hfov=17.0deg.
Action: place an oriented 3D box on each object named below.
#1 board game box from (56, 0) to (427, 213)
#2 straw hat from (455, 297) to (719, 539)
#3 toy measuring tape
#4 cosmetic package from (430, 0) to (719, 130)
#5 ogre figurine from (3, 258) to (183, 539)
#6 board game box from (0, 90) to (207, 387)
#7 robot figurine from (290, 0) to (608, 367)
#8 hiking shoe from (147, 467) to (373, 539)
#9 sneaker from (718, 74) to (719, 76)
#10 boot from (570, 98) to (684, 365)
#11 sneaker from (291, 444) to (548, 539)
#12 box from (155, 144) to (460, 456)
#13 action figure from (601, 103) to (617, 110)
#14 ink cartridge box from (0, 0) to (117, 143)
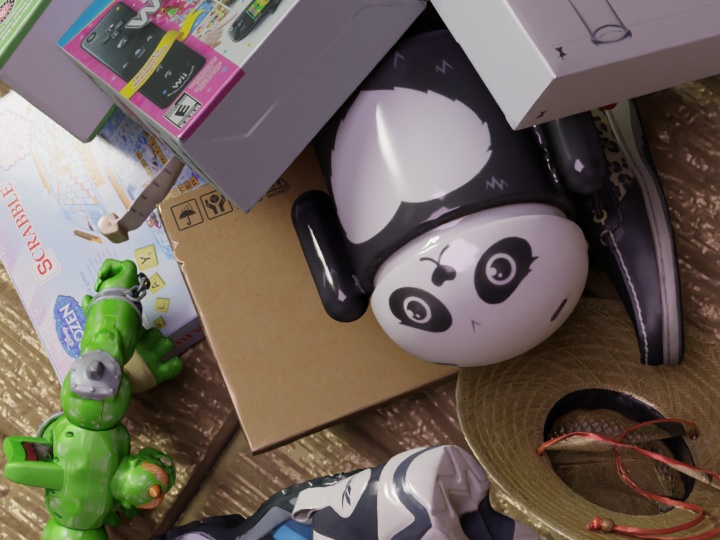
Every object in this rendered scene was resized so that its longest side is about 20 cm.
[{"bbox_3d":[-0.068,-0.132,1.297,0.148,0.064,0.200,-48,30,-3],"label":"board game box"},{"bbox_3d":[0.138,0.114,1.330,0.200,0.201,0.085,33,136,23],"label":"straw hat"},{"bbox_3d":[-0.106,-0.112,1.432,0.073,0.074,0.200,37,85,23],"label":"toy measuring tape"},{"bbox_3d":[0.124,-0.164,1.257,0.151,0.199,0.052,60,141,17],"label":"cosmetic package"},{"bbox_3d":[-0.157,0.107,1.407,0.098,0.120,0.201,28,105,-5],"label":"ogre figurine"},{"bbox_3d":[-0.136,-0.051,1.495,0.199,0.041,0.201,-32,71,12],"label":"board game box"},{"bbox_3d":[0.044,-0.048,1.274,0.124,0.150,0.201,-9,67,-24],"label":"robot figurine"},{"bbox_3d":[-0.034,0.172,1.406,0.199,0.074,0.087,-22,81,26],"label":"hiking shoe"},{"bbox_3d":[0.213,-0.156,1.358,0.074,0.081,0.201,-32,71,15],"label":"sneaker"},{"bbox_3d":[0.095,-0.026,1.363,0.153,0.074,0.205,-13,67,1],"label":"boot"},{"bbox_3d":[0.034,0.177,1.328,0.129,0.199,0.080,-9,49,33],"label":"sneaker"},{"bbox_3d":[0.000,0.000,1.405,0.199,0.021,0.164,-21,73,-6],"label":"box"},{"bbox_3d":[0.115,-0.193,1.366,0.065,0.099,0.201,-8,47,15],"label":"action figure"},{"bbox_3d":[-0.183,-0.180,1.458,0.145,0.084,0.200,-53,32,0],"label":"ink cartridge box"}]
